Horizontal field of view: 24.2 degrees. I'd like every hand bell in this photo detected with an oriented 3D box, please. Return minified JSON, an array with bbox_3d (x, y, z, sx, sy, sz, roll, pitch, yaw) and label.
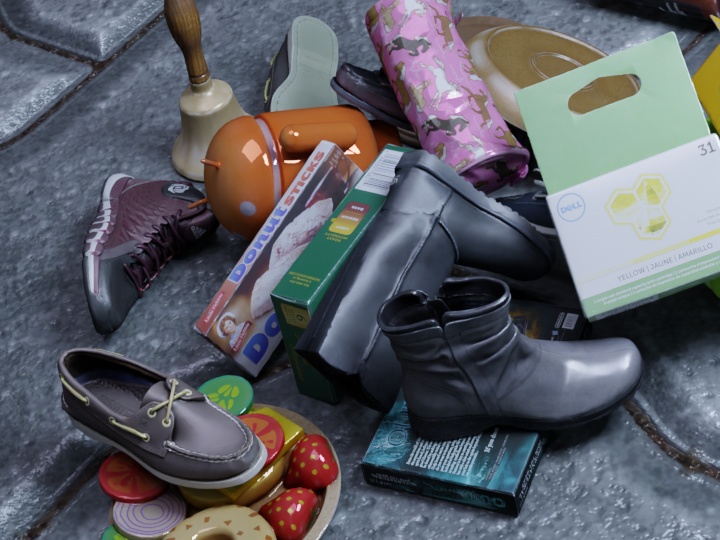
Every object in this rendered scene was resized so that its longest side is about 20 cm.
[{"bbox_3d":[-0.160,-0.196,1.631,0.103,0.201,0.105,-8,43,7],"label":"hand bell"}]

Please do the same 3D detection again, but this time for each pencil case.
[{"bbox_3d":[0.076,-0.157,1.470,0.086,0.083,0.202,-24,67,2],"label":"pencil case"}]

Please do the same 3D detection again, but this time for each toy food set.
[{"bbox_3d":[-0.114,0.177,1.336,0.197,0.049,0.200,26,57,36],"label":"toy food set"}]

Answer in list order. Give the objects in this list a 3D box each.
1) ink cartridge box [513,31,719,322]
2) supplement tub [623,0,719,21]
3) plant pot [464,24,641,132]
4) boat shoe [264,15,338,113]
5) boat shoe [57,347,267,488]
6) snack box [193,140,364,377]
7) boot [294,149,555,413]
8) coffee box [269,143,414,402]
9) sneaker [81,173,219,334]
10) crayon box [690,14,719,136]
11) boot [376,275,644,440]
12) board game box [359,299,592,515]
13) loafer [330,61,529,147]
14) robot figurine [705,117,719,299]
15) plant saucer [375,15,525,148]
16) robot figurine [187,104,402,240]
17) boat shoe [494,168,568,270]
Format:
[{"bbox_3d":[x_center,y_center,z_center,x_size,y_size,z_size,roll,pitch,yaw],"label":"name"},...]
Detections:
[{"bbox_3d":[0.214,-0.077,1.321,0.144,0.048,0.202,-20,80,9],"label":"ink cartridge box"},{"bbox_3d":[0.298,-0.323,1.707,0.198,0.108,0.107,20,52,32],"label":"supplement tub"},{"bbox_3d":[0.187,-0.178,1.576,0.198,0.028,0.201,15,34,-10],"label":"plant pot"},{"bbox_3d":[-0.062,-0.167,1.681,0.071,0.061,0.203,23,46,-16],"label":"boat shoe"},{"bbox_3d":[-0.163,0.114,1.336,0.198,0.060,0.072,19,51,32],"label":"boat shoe"},{"bbox_3d":[-0.062,-0.011,1.452,0.024,0.072,0.201,21,74,50],"label":"snack box"},{"bbox_3d":[0.057,0.028,1.373,0.164,0.066,0.201,33,65,-13],"label":"boot"},{"bbox_3d":[0.000,0.000,1.437,0.044,0.124,0.201,15,52,28],"label":"coffee box"},{"bbox_3d":[-0.190,-0.026,1.555,0.114,0.076,0.201,-5,42,6],"label":"sneaker"},{"bbox_3d":[0.343,-0.108,1.337,0.125,0.052,0.201,18,35,-30],"label":"crayon box"},{"bbox_3d":[0.119,0.060,1.289,0.197,0.133,0.070,-14,41,1],"label":"boot"},{"bbox_3d":[0.097,0.102,1.370,0.134,0.028,0.201,9,48,24],"label":"board game box"},{"bbox_3d":[0.070,-0.158,1.555,0.198,0.063,0.072,22,21,-16],"label":"loafer"},{"bbox_3d":[0.315,-0.047,1.397,0.174,0.116,0.201,3,38,-31],"label":"robot figurine"},{"bbox_3d":[0.106,-0.194,1.684,0.197,0.030,0.201,-9,43,8],"label":"plant saucer"},{"bbox_3d":[-0.058,-0.088,1.534,0.198,0.118,0.144,-8,17,-20],"label":"robot figurine"},{"bbox_3d":[0.173,-0.044,1.434,0.062,0.075,0.199,-58,27,-14],"label":"boat shoe"}]
